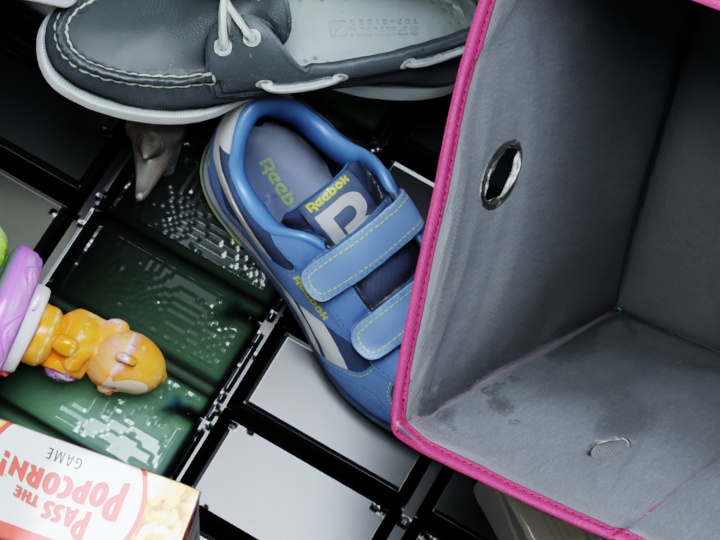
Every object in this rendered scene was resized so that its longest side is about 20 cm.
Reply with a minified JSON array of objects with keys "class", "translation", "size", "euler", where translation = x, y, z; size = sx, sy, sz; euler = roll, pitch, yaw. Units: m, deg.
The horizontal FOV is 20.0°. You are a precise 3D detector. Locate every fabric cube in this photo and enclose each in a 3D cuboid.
[{"class":"fabric cube","translation":[0.158,-0.014,0.753],"size":[0.200,0.199,0.196],"euler":[24,115,26]}]

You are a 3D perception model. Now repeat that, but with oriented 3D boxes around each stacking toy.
[{"class":"stacking toy","translation":[-0.179,0.011,0.901],"size":[0.200,0.116,0.110],"euler":[24,76,-10]}]

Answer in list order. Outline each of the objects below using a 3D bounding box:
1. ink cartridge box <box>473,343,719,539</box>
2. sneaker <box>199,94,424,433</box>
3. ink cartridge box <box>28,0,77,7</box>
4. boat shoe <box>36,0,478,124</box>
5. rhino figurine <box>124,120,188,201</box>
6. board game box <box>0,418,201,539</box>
[{"class":"ink cartridge box","translation":[0.166,0.097,0.902],"size":[0.200,0.067,0.116],"euler":[-25,75,-11]},{"class":"sneaker","translation":[0.000,0.000,0.915],"size":[0.074,0.082,0.200],"euler":[-41,80,-17]},{"class":"ink cartridge box","translation":[-0.174,-0.202,0.908],"size":[0.148,0.086,0.200],"euler":[10,31,-2]},{"class":"boat shoe","translation":[-0.037,-0.108,0.874],"size":[0.200,0.060,0.076],"euler":[-8,75,-16]},{"class":"rhino figurine","translation":[-0.083,-0.125,0.945],"size":[0.060,0.087,0.200],"euler":[12,72,1]},{"class":"board game box","translation":[-0.165,0.091,0.839],"size":[0.200,0.152,0.046],"euler":[19,72,3]}]
